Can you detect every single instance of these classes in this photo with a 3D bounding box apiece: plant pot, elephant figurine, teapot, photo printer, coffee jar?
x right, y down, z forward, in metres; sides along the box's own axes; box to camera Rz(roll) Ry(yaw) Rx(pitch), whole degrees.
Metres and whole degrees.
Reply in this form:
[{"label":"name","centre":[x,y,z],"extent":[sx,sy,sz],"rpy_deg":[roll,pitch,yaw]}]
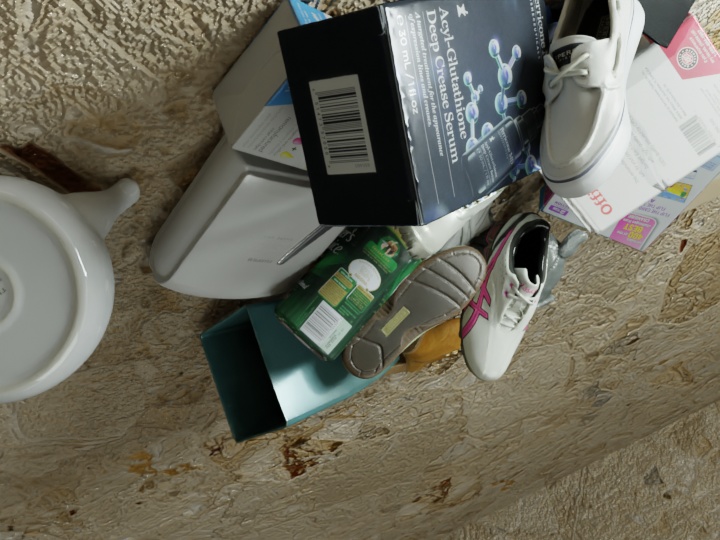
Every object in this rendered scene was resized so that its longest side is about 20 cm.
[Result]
[{"label":"plant pot","centre":[-0.063,0.104,1.002],"extent":[0.200,0.142,0.141],"rpy_deg":[-15,171,-37]},{"label":"elephant figurine","centre":[0.191,0.003,1.081],"extent":[0.200,0.155,0.142],"rpy_deg":[47,67,-79]},{"label":"teapot","centre":[-0.300,0.015,0.695],"extent":[0.199,0.198,0.146],"rpy_deg":[3,-175,-5]},{"label":"photo printer","centre":[-0.108,-0.043,0.819],"extent":[0.166,0.070,0.200],"rpy_deg":[6,139,-43]},{"label":"coffee jar","centre":[0.000,0.000,0.881],"extent":[0.200,0.085,0.104],"rpy_deg":[-48,-175,-6]}]

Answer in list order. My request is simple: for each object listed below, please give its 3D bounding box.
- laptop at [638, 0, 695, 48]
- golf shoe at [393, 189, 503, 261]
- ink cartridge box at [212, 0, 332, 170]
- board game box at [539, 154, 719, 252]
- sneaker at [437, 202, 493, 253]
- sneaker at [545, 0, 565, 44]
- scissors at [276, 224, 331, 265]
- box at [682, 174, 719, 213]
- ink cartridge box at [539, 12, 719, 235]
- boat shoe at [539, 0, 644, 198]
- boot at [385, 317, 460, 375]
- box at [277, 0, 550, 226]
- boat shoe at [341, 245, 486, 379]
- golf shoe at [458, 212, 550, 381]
[{"label":"laptop","centre":[0.286,-0.288,0.644],"extent":[0.177,0.103,0.200],"rpy_deg":[16,108,-39]},{"label":"golf shoe","centre":[0.092,-0.080,0.777],"extent":[0.097,0.078,0.200],"rpy_deg":[-24,-165,32]},{"label":"ink cartridge box","centre":[-0.014,-0.145,0.721],"extent":[0.200,0.068,0.115],"rpy_deg":[10,137,-46]},{"label":"board game box","centre":[0.328,-0.121,0.968],"extent":[0.153,0.040,0.200],"rpy_deg":[21,137,-9]},{"label":"sneaker","centre":[0.112,-0.047,0.974],"extent":[0.099,0.078,0.200],"rpy_deg":[-10,149,-30]},{"label":"sneaker","centre":[0.182,-0.209,0.770],"extent":[0.085,0.077,0.200],"rpy_deg":[14,124,-42]},{"label":"scissors","centre":[-0.009,-0.061,0.733],"extent":[0.073,0.014,0.200],"rpy_deg":[-53,169,33]},{"label":"box","centre":[0.478,-0.160,1.050],"extent":[0.199,0.078,0.095],"rpy_deg":[-26,150,3]},{"label":"ink cartridge box","centre":[0.280,-0.155,0.845],"extent":[0.200,0.085,0.146],"rpy_deg":[-37,113,19]},{"label":"boat shoe","centre":[0.170,-0.151,0.620],"extent":[0.072,0.201,0.066],"rpy_deg":[-1,149,46]},{"label":"boot","centre":[0.106,0.088,1.210],"extent":[0.144,0.071,0.201],"rpy_deg":[-15,154,-27]},{"label":"box","centre":[0.055,-0.131,0.627],"extent":[0.107,0.149,0.200],"rpy_deg":[3,-158,44]},{"label":"boat shoe","centre":[0.056,0.043,0.935],"extent":[0.200,0.072,0.076],"rpy_deg":[-37,179,-5]},{"label":"golf shoe","centre":[0.165,0.029,0.928],"extent":[0.072,0.201,0.092],"rpy_deg":[14,177,-12]}]
